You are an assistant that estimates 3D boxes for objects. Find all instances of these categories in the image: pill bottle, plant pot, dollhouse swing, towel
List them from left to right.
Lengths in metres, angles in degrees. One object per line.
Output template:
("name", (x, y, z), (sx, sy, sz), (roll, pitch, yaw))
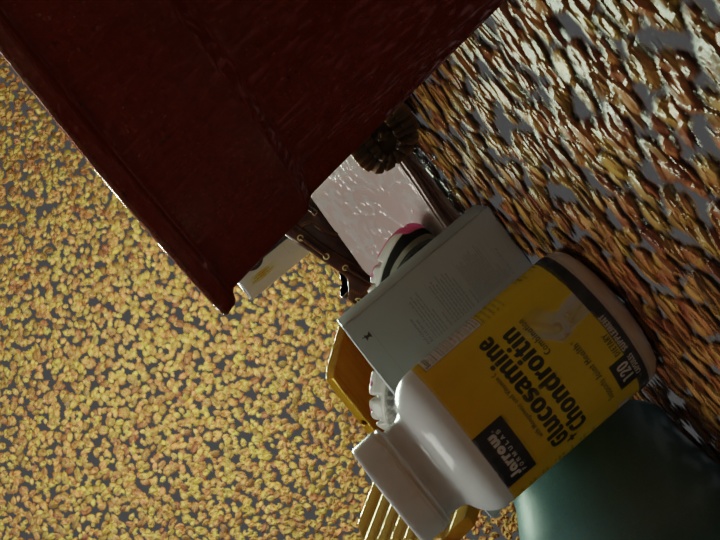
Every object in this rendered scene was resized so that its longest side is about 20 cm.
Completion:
("plant pot", (-0.037, -0.124, 0.427), (0.201, 0.195, 0.201), (50, 176, 4))
("towel", (0.015, -0.071, 1.083), (0.192, 0.032, 0.199), (54, 157, -18))
("dollhouse swing", (0.039, 0.145, 1.141), (0.182, 0.176, 0.199), (52, 144, -16))
("pill bottle", (0.095, 0.090, 0.793), (0.112, 0.199, 0.112), (50, 176, 5))
("plant pot", (0.201, 0.204, 0.825), (0.201, 0.198, 0.189), (56, -171, -52))

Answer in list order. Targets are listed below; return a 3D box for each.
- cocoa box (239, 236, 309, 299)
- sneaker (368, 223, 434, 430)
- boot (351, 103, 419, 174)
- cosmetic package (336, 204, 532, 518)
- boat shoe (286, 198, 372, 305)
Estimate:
("cocoa box", (-0.108, -0.087, 1.461), (0.132, 0.199, 0.133), (52, 176, -18))
("sneaker", (0.058, 0.060, 1.029), (0.087, 0.073, 0.203), (20, 115, 43))
("boot", (-0.027, -0.161, 0.878), (0.108, 0.075, 0.200), (55, 179, 30))
("cosmetic package", (0.099, 0.072, 0.942), (0.201, 0.150, 0.052), (52, 175, -8))
("boat shoe", (0.000, 0.000, 1.232), (0.200, 0.071, 0.070), (44, 171, -18))
